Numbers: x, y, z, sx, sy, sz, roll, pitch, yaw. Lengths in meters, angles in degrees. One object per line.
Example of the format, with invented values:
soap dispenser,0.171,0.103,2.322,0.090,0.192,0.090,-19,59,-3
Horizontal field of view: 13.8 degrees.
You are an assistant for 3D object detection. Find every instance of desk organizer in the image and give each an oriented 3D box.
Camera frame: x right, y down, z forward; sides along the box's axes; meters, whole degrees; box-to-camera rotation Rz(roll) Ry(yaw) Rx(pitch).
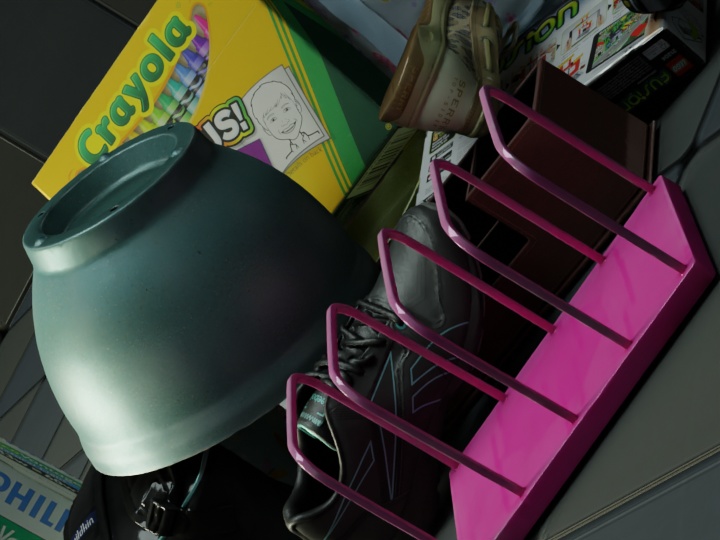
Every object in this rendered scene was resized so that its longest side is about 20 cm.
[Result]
desk organizer,0.076,-0.015,1.657,0.200,0.077,0.072,-52,13,30

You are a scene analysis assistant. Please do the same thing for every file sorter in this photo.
file sorter,0.062,0.027,1.488,0.200,0.125,0.139,-56,12,15

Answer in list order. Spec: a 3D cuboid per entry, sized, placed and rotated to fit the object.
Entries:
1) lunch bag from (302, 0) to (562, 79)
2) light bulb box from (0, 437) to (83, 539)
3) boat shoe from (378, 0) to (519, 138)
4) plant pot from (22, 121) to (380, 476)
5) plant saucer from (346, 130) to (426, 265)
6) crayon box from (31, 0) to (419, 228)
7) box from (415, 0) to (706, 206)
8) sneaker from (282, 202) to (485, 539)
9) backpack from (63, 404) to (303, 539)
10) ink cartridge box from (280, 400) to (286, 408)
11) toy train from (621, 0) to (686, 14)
lunch bag,0.039,-0.187,1.908,0.127,0.170,0.200,-53,-8,27
light bulb box,-0.210,0.238,1.914,0.200,0.198,0.125,-60,14,-1
boat shoe,0.055,-0.116,1.710,0.200,0.063,0.073,-67,-1,-68
plant pot,-0.108,0.001,1.685,0.200,0.134,0.200,-30,19,11
plant saucer,0.000,0.000,1.831,0.200,0.031,0.200,-54,12,17
crayon box,-0.084,-0.075,1.855,0.200,0.173,0.058,-53,-12,22
box,0.115,-0.107,1.711,0.200,0.035,0.110,-37,27,32
sneaker,0.012,0.060,1.601,0.075,0.079,0.200,12,92,59
backpack,-0.094,0.153,1.751,0.176,0.153,0.200,-55,23,17
ink cartridge box,-0.017,0.061,1.932,0.146,0.048,0.200,-55,9,15
toy train,0.199,-0.213,1.664,0.046,0.034,0.200,-6,39,49
